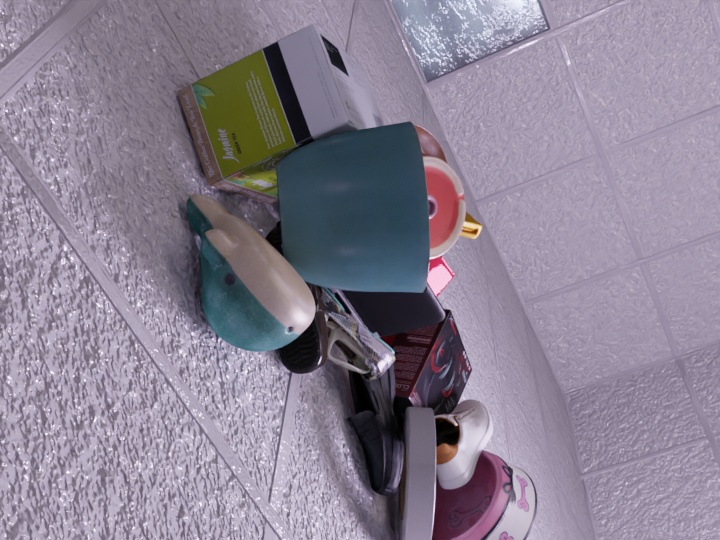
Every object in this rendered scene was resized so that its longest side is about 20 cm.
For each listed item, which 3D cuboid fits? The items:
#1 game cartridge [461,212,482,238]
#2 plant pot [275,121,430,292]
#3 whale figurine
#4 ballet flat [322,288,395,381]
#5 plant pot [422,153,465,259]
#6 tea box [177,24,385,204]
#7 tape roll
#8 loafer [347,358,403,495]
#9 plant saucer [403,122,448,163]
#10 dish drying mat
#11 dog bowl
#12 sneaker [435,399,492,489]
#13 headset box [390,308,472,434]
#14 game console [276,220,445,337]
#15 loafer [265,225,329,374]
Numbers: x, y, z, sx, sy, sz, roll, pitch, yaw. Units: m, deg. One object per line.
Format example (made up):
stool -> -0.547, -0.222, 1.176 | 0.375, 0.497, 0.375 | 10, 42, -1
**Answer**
game cartridge -> 0.096, -0.128, 1.660 | 0.176, 0.033, 0.200 | 11, 22, -36
plant pot -> -0.015, -0.068, 1.089 | 0.201, 0.160, 0.201 | 176, -90, -84
whale figurine -> -0.137, 0.005, 1.019 | 0.200, 0.104, 0.159 | 49, 4, 30
ballet flat -> -0.038, 0.078, 1.263 | 0.200, 0.072, 0.072 | 43, 22, -14
plant pot -> 0.041, -0.090, 1.329 | 0.200, 0.177, 0.201 | -3, 95, -36
tea box -> -0.091, -0.191, 1.202 | 0.134, 0.196, 0.200 | 71, 16, 9
tape roll -> 0.076, 0.289, 1.287 | 0.203, 0.037, 0.204 | -176, -90, -89
loafer -> 0.015, 0.213, 1.311 | 0.070, 0.068, 0.201 | 6, 67, -30
plant saucer -> 0.067, -0.133, 1.489 | 0.200, 0.034, 0.201 | -7, 100, -44
dish drying mat -> 0.068, 0.056, 1.488 | 0.018, 0.200, 0.077 | 30, -16, 49
dog bowl -> 0.155, 0.349, 1.370 | 0.074, 0.200, 0.200 | 48, 23, -25
sneaker -> 0.145, 0.231, 1.388 | 0.085, 0.073, 0.200 | 64, 22, -15
headset box -> 0.092, 0.178, 1.448 | 0.200, 0.075, 0.149 | -60, 141, -37
game console -> 0.000, 0.000, 1.313 | 0.176, 0.116, 0.200 | 46, -9, 50
loafer -> -0.082, 0.038, 1.192 | 0.071, 0.073, 0.201 | 46, 35, -68
